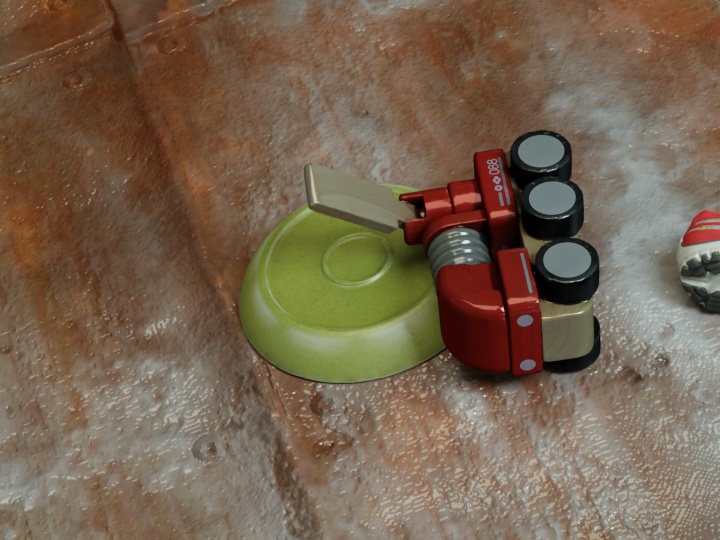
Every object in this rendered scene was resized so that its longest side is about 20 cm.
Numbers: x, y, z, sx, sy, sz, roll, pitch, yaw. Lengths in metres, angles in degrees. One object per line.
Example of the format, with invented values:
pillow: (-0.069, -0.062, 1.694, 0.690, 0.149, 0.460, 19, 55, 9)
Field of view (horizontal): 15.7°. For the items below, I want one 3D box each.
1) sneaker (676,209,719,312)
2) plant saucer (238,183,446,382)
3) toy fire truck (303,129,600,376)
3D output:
sneaker: (0.328, -0.027, 1.893, 0.199, 0.077, 0.085, -3, 42, 13)
plant saucer: (0.000, 0.000, 1.994, 0.199, 0.031, 0.201, -9, 46, 9)
toy fire truck: (0.066, -0.016, 1.902, 0.199, 0.129, 0.177, -8, 46, -1)
